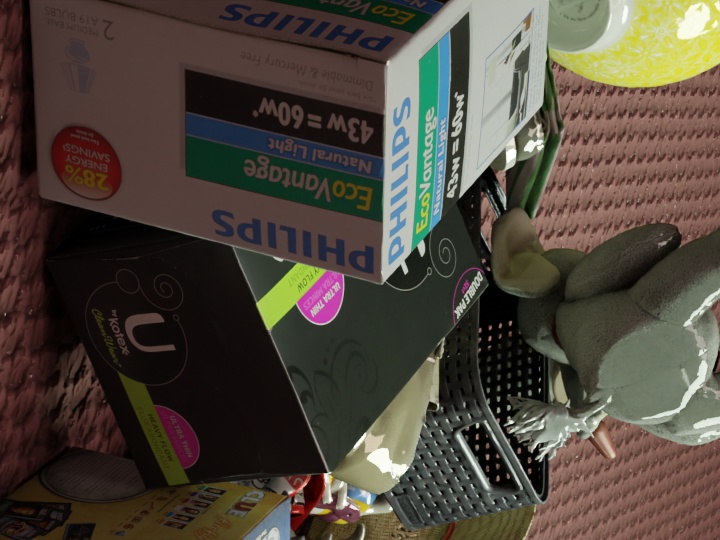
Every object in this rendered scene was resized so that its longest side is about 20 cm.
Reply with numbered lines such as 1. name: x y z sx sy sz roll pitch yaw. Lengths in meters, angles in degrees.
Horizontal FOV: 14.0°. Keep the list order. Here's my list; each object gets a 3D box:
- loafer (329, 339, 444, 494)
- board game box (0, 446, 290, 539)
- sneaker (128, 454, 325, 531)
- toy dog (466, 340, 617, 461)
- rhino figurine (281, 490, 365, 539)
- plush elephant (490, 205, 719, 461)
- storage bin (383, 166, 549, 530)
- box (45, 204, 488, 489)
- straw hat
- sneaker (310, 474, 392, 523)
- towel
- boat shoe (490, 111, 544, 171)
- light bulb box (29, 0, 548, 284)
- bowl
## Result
1. loafer: 0.012 0.051 1.687 0.068 0.076 0.200 59 37 -31
2. board game box: -0.139 0.156 1.498 0.200 0.135 0.035 -38 134 -57
3. sneaker: -0.060 0.076 1.683 0.202 0.108 0.067 -70 160 -7
4. toy dog: 0.096 0.096 1.970 0.132 0.200 0.096 -43 121 -56
5. rhino figurine: -0.089 0.181 1.619 0.060 0.200 0.088 -108 175 -57
6. plush elephant: 0.162 0.028 1.815 0.155 0.200 0.165 -119 -175 -57
7. storage bin: 0.055 0.048 1.852 0.135 0.094 0.200 61 24 -43
8. box: -0.046 0.001 1.565 0.200 0.124 0.149 -49 123 -49
9. straw hat: 0.013 0.185 1.979 0.085 0.201 0.201 51 48 -17
10. sneaker: -0.034 0.113 1.813 0.075 0.090 0.200 -71 161 -2
11. towel: 0.093 -0.145 1.845 0.153 0.023 0.200 99 -17 -70
12. boat shoe: 0.072 -0.137 1.669 0.072 0.060 0.202 91 -16 -45
13. light bulb box: -0.032 -0.111 1.460 0.200 0.198 0.125 -48 146 -50
14. bowl: 0.155 -0.199 1.911 0.108 0.200 0.200 -38 142 -43
